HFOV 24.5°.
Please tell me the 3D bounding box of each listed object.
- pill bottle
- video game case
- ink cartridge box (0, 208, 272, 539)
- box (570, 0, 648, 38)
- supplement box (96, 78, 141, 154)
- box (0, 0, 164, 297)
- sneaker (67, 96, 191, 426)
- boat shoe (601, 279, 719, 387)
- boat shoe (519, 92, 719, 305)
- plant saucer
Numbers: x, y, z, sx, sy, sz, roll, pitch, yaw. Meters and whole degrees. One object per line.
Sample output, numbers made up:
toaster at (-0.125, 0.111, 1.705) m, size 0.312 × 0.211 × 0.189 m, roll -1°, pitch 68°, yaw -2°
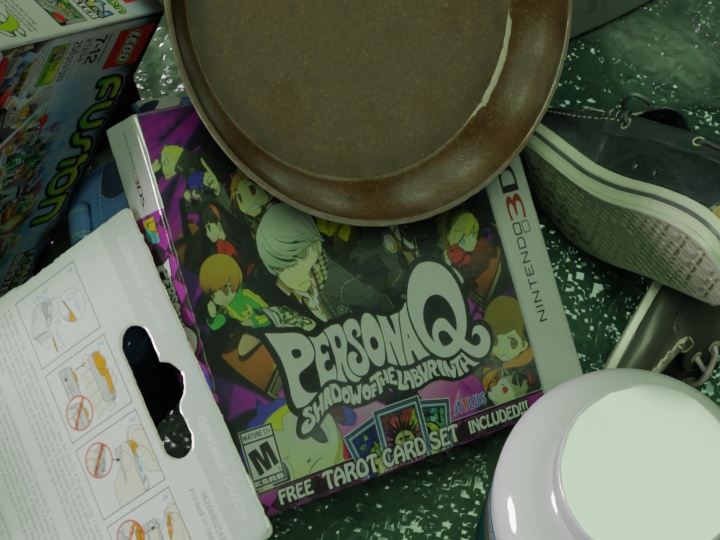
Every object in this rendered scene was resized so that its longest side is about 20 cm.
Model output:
pill bottle at (0.107, 0.109, 0.706) m, size 0.110 × 0.200 × 0.112 m, roll 0°, pitch 70°, yaw -1°
video game case at (0.000, 0.000, 0.761) m, size 0.199 × 0.036 × 0.183 m, roll -15°, pitch 89°, yaw -33°
ink cartridge box at (-0.135, 0.091, 0.745) m, size 0.199 × 0.050 × 0.163 m, roll -33°, pitch 71°, yaw 20°
box at (0.145, -0.261, 0.839) m, size 0.199 × 0.199 × 0.172 m, roll -28°, pitch 73°, yaw -8°
supplement box at (-0.204, -0.055, 0.813) m, size 0.200 × 0.109 × 0.061 m, roll -43°, pitch 74°, yaw -13°
box at (-0.171, -0.043, 0.748) m, size 0.035 × 0.201 × 0.110 m, roll 44°, pitch 36°, yaw 15°
sneaker at (-0.109, 0.000, 0.816) m, size 0.082 × 0.074 × 0.201 m, roll 18°, pitch 65°, yaw 11°
boat shoe at (0.180, 0.008, 0.814) m, size 0.057 × 0.067 × 0.200 m, roll 32°, pitch 70°, yaw 15°
boat shoe at (0.131, -0.044, 0.788) m, size 0.062 × 0.075 × 0.200 m, roll -39°, pitch 31°, yaw -12°
plant saucer at (0.002, -0.121, 0.723) m, size 0.199 × 0.034 × 0.202 m, roll -3°, pitch 97°, yaw -26°
